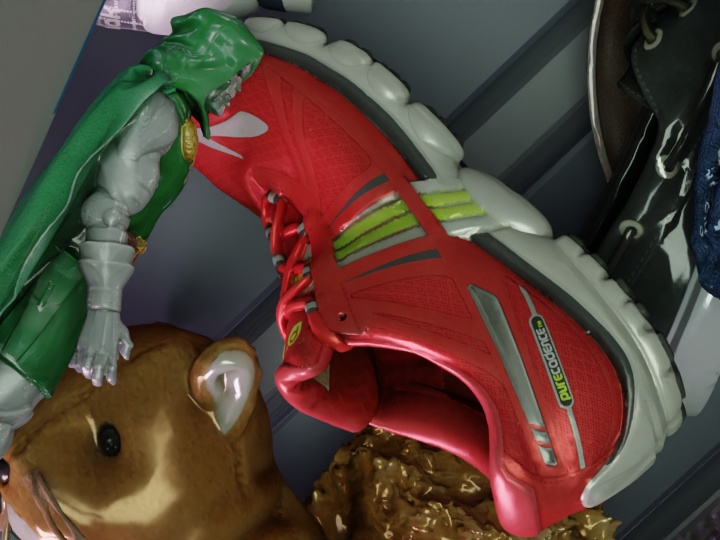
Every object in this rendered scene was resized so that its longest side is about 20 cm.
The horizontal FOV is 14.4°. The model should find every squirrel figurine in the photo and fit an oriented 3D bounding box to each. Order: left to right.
[{"bbox_3d":[-0.022,0.100,0.884,0.200,0.142,0.187,-15,93,-13],"label":"squirrel figurine"}]

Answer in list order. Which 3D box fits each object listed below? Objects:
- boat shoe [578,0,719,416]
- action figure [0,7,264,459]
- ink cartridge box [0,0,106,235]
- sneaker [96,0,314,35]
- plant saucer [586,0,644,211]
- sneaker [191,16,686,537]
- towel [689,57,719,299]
[{"bbox_3d":[0.102,-0.052,0.839,0.057,0.069,0.200,15,104,-5],"label":"boat shoe"},{"bbox_3d":[-0.089,0.011,0.801,0.055,0.118,0.200,32,84,-4],"label":"action figure"},{"bbox_3d":[-0.175,-0.100,0.737,0.200,0.125,0.129,20,72,8],"label":"ink cartridge box"},{"bbox_3d":[-0.060,-0.168,0.836,0.080,0.076,0.200,-5,102,9],"label":"sneaker"},{"bbox_3d":[0.168,-0.067,0.887,0.200,0.032,0.200,-1,104,-2],"label":"plant saucer"},{"bbox_3d":[0.000,0.000,0.817,0.085,0.077,0.200,-40,60,-21],"label":"sneaker"},{"bbox_3d":[0.183,-0.043,0.812,0.200,0.049,0.112,-2,114,-34],"label":"towel"}]
